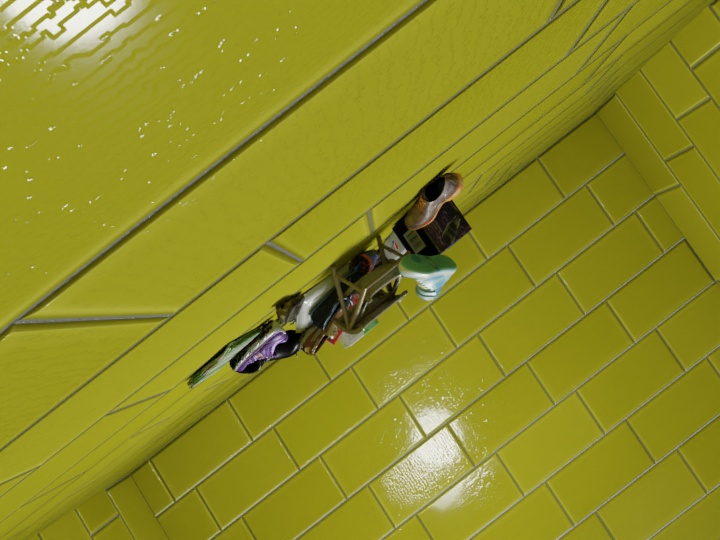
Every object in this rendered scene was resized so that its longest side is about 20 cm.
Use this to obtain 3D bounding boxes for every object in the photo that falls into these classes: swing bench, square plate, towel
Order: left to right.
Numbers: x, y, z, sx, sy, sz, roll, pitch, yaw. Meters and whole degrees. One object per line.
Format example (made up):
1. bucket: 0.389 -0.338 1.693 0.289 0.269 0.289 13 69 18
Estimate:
1. towel: -0.366 0.233 1.512 0.199 0.024 0.152 -42 175 24
2. square plate: -0.109 0.091 1.675 0.196 0.028 0.203 -37 158 -28
3. swing bench: 0.030 0.051 1.529 0.197 0.128 0.206 -35 139 -36

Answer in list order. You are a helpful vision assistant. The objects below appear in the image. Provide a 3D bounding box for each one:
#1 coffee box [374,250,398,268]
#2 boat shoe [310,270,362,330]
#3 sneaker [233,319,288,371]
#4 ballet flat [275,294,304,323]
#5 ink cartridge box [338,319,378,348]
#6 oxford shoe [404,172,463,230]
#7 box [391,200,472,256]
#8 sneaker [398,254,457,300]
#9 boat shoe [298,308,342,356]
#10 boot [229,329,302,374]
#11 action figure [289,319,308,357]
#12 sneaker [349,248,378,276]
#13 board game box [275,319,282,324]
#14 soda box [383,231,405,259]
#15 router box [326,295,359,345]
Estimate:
1. coffee box: 0.121 -0.044 1.947 0.197 0.115 0.080 -35 176 -6
2. boat shoe: -0.058 0.091 1.637 0.201 0.069 0.084 -47 160 1
3. sneaker: -0.282 0.229 1.579 0.198 0.083 0.082 -39 -156 21
4. ballet flat: -0.183 0.096 1.458 0.200 0.045 0.070 -45 157 -82
5. ink cartridge box: -0.049 0.152 2.028 0.144 0.203 0.084 -33 178 -21
6. oxford shoe: 0.163 -0.173 1.385 0.071 0.073 0.200 -3 147 -44
7. box: 0.210 -0.122 1.639 0.198 0.150 0.104 -33 175 -44
8. sneaker: 0.164 0.029 1.517 0.194 0.080 0.133 0 130 -36
9. boat shoe: -0.099 0.175 1.704 0.200 0.074 0.076 -47 160 1
10. boot: -0.281 0.247 1.699 0.204 0.082 0.158 -21 178 8
11. action figure: -0.188 0.189 1.830 0.100 0.119 0.203 17 111 -45
12. sneaker: 0.000 0.000 1.714 0.078 0.076 0.199 -36 178 -36
13. board game box: -0.212 0.134 1.712 0.198 0.024 0.104 -40 173 24
14. soda box: 0.125 -0.090 1.808 0.063 0.069 0.200 -34 174 -17
15. router box: -0.071 0.131 1.863 0.182 0.048 0.200 -57 -166 3
